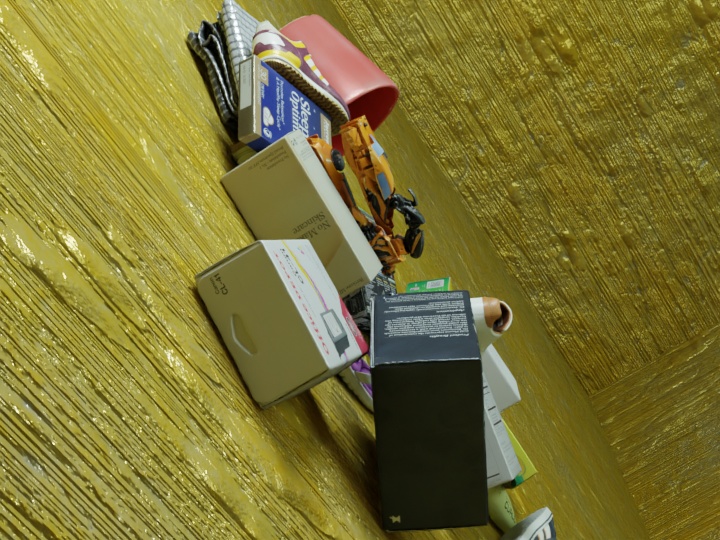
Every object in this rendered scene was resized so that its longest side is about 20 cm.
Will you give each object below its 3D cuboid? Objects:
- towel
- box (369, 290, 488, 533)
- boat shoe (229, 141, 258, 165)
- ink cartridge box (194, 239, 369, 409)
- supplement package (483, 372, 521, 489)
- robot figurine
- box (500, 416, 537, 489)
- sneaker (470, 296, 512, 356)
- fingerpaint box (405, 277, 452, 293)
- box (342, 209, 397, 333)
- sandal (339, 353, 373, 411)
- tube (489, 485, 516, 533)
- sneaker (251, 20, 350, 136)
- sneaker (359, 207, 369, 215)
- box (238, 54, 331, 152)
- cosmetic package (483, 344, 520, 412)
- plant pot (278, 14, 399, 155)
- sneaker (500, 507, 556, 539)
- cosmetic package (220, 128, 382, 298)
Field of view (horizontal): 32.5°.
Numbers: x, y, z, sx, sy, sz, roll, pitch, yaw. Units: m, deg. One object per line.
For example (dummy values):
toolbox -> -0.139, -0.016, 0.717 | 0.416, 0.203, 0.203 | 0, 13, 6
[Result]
towel -> -0.149, -0.256, 1.719 | 0.200, 0.085, 0.167 | 27, 41, -61
box -> 0.075, 0.152, 1.380 | 0.197, 0.122, 0.202 | -84, 170, -69
boat shoe -> -0.106, -0.129, 1.641 | 0.199, 0.073, 0.063 | 6, 61, -62
ink cartridge box -> -0.075, 0.049, 1.262 | 0.149, 0.085, 0.200 | 61, 9, 4
supplement package -> 0.122, 0.193, 1.625 | 0.109, 0.113, 0.202 | 11, 58, -77
robot figurine -> -0.004, -0.081, 1.543 | 0.202, 0.144, 0.058 | 67, 28, -11
box -> 0.198, 0.252, 1.763 | 0.118, 0.048, 0.200 | 57, 0, 9
sneaker -> 0.181, 0.089, 1.788 | 0.200, 0.084, 0.074 | 66, 15, -71
fingerpaint box -> 0.107, 0.117, 1.795 | 0.200, 0.072, 0.169 | -71, 152, -75
box -> 0.000, 0.000, 1.699 | 0.200, 0.049, 0.160 | 22, 56, -72
sandal -> 0.005, 0.117, 1.528 | 0.203, 0.049, 0.083 | 50, 17, -48
tube -> 0.201, 0.340, 1.837 | 0.052, 0.058, 0.200 | 18, -23, 34
sneaker -> -0.076, -0.259, 1.674 | 0.200, 0.074, 0.091 | 42, 36, -51
sneaker -> -0.040, -0.092, 1.807 | 0.084, 0.074, 0.200 | 64, 11, 13
box -> -0.085, -0.178, 1.600 | 0.200, 0.032, 0.122 | 35, 43, -48
cosmetic package -> 0.177, 0.152, 2.073 | 0.201, 0.101, 0.074 | 56, 13, -21
plant pot -> -0.065, -0.294, 1.961 | 0.178, 0.200, 0.200 | 53, 10, 12
sneaker -> 0.243, 0.407, 1.771 | 0.080, 0.078, 0.200 | 56, 24, 5
cosmetic package -> -0.070, -0.057, 1.497 | 0.201, 0.103, 0.073 | 58, 18, -5
